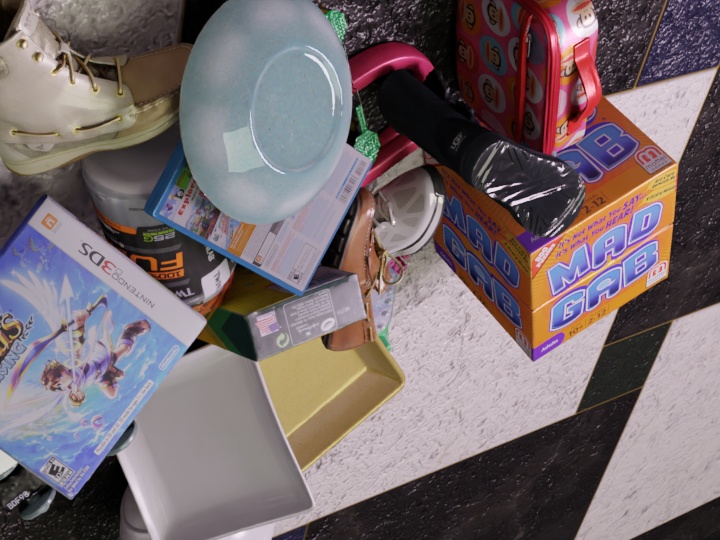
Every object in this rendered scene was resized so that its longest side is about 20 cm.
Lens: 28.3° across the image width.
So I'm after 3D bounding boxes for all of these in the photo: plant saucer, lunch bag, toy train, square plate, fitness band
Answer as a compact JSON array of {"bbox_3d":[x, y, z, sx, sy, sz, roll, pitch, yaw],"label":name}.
[{"bbox_3d":[-0.065,-0.137,1.208,0.200,0.038,0.204,-14,109,-45],"label":"plant saucer"},{"bbox_3d":[0.174,-0.211,1.430,0.081,0.176,0.201,-29,143,-21],"label":"lunch bag"},{"bbox_3d":[-0.305,0.165,1.444,0.199,0.114,0.085,-37,118,1],"label":"toy train"},{"bbox_3d":[-0.071,0.118,1.596,0.199,0.048,0.201,-39,129,-6],"label":"plant saucer"},{"bbox_3d":[-0.165,0.184,1.504,0.196,0.202,0.028,-19,-174,20],"label":"square plate"},{"bbox_3d":[-0.006,-0.150,1.455,0.199,0.037,0.144,-36,143,-9],"label":"fitness band"}]

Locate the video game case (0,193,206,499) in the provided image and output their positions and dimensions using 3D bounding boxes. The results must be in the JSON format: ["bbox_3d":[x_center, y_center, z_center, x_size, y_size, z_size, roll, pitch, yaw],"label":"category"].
[{"bbox_3d":[-0.266,0.067,1.253,0.181,0.045,0.201,38,86,-16],"label":"video game case"}]

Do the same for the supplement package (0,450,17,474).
[{"bbox_3d":[-0.314,0.095,1.327,0.199,0.114,0.110,-35,108,-9],"label":"supplement package"}]

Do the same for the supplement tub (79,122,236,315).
[{"bbox_3d":[-0.179,-0.051,1.317,0.122,0.123,0.201,-29,144,-15],"label":"supplement tub"}]

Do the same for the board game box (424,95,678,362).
[{"bbox_3d":[0.213,-0.067,1.607,0.199,0.200,0.201,-30,145,-14],"label":"board game box"}]

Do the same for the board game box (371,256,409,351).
[{"bbox_3d":[-0.036,0.069,1.674,0.198,0.026,0.201,-21,140,-26],"label":"board game box"}]

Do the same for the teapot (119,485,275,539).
[{"bbox_3d":[-0.199,0.267,1.621,0.196,0.201,0.147,-21,127,18],"label":"teapot"}]

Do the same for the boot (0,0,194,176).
[{"bbox_3d":[-0.233,-0.167,1.157,0.198,0.073,0.155,-21,143,5],"label":"boot"}]

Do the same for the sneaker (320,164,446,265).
[{"bbox_3d":[-0.001,-0.042,1.502,0.114,0.076,0.200,-4,154,-40],"label":"sneaker"}]

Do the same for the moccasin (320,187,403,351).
[{"bbox_3d":[0.000,0.001,1.462,0.077,0.074,0.203,-5,127,-11],"label":"moccasin"}]

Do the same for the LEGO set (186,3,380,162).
[{"bbox_3d":[-0.078,-0.158,1.333,0.154,0.115,0.201,-47,136,-22],"label":"LEGO set"}]

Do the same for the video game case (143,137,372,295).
[{"bbox_3d":[-0.085,-0.076,1.261,0.199,0.018,0.144,30,88,-46],"label":"video game case"}]

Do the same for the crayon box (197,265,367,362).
[{"bbox_3d":[-0.096,0.033,1.435,0.126,0.199,0.051,-21,106,-24],"label":"crayon box"}]

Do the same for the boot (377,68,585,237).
[{"bbox_3d":[0.120,-0.123,1.424,0.199,0.168,0.077,23,107,-48],"label":"boot"}]
